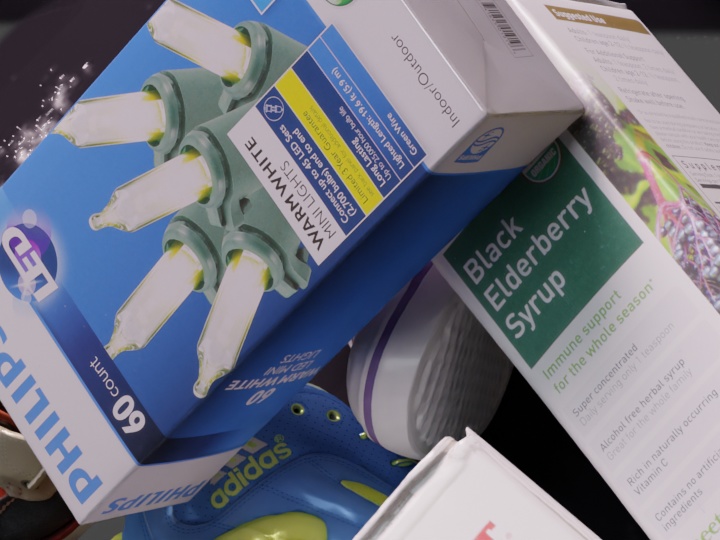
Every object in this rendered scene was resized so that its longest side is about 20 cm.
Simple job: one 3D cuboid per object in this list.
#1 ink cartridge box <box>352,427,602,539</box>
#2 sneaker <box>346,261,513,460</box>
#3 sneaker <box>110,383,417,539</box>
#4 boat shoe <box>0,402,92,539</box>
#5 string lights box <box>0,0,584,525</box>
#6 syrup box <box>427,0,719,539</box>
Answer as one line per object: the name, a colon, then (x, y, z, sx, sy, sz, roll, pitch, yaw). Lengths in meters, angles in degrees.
ink cartridge box: (0.061, 0.166, 0.874, 0.200, 0.085, 0.146, 41, 89, 14)
sneaker: (0.000, 0.001, 1.025, 0.114, 0.073, 0.201, 9, 25, 12)
sneaker: (0.009, 0.083, 0.984, 0.200, 0.076, 0.105, -1, 70, 4)
boat shoe: (-0.105, 0.046, 1.072, 0.200, 0.062, 0.071, -35, 48, 48)
string lights box: (-0.037, -0.023, 0.919, 0.200, 0.059, 0.103, -45, 70, 28)
syrup box: (0.095, 0.011, 0.908, 0.079, 0.081, 0.200, -49, 64, 25)
